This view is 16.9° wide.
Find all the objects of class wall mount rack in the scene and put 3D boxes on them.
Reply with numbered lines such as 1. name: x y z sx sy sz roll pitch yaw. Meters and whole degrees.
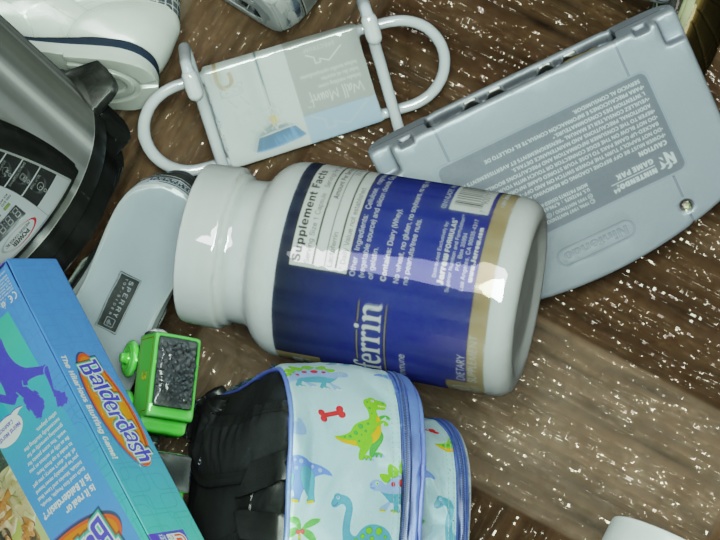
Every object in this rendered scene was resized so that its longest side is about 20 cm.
1. wall mount rack: -0.030 -0.072 1.483 0.200 0.075 0.174 -17 113 1

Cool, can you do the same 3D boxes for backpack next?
1. backpack: -0.018 0.142 1.362 0.147 0.200 0.183 6 75 -15

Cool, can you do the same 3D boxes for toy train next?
1. toy train: -0.121 0.131 1.394 0.042 0.056 0.200 10 78 -27

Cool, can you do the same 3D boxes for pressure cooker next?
1. pressure cooker: -0.241 -0.065 1.429 0.176 0.200 0.179 -13 49 34

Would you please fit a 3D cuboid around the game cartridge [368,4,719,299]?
1. game cartridge: 0.121 -0.058 1.449 0.200 0.040 0.134 -25 106 5

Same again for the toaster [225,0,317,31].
1. toaster: -0.066 -0.239 1.502 0.200 0.114 0.129 34 85 10

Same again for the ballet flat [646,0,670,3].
1. ballet flat: 0.128 -0.216 1.480 0.072 0.072 0.200 -23 47 -2

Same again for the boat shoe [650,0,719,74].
1. boat shoe: 0.201 -0.193 1.499 0.065 0.073 0.200 17 77 21

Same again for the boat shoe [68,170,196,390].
1. boat shoe: -0.155 0.026 1.466 0.073 0.068 0.200 25 104 -2

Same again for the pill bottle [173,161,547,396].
1. pill bottle: 0.000 0.000 1.391 0.200 0.116 0.116 10 77 12

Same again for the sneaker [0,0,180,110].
1. sneaker: -0.213 -0.159 1.521 0.200 0.076 0.081 13 65 3

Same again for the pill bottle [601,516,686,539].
1. pill bottle: 0.140 0.247 1.370 0.113 0.113 0.200 25 80 9

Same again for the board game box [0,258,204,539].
1. board game box: -0.186 0.117 1.363 0.152 0.045 0.200 -41 67 30
